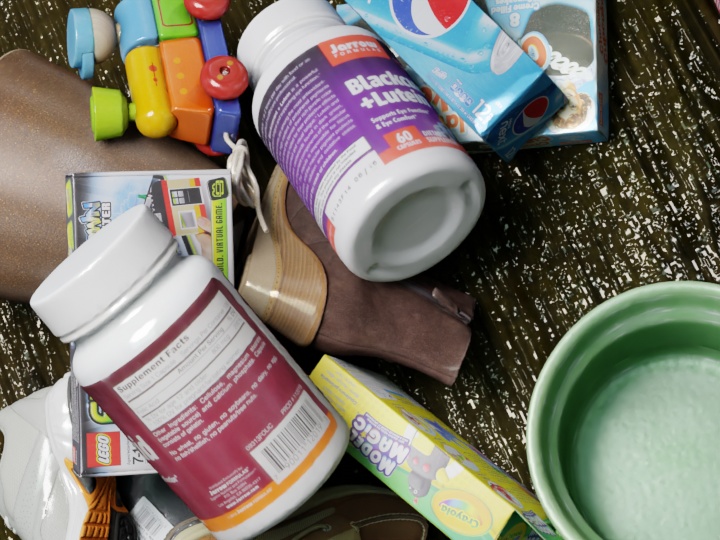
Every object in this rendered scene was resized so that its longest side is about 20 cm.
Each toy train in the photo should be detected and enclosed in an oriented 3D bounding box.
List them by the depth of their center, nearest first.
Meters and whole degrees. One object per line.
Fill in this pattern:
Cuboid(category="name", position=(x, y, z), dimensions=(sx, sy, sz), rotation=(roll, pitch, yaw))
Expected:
Cuboid(category="toy train", position=(-0.138, -0.109, 1.303), dimensions=(0.115, 0.085, 0.201), rotation=(-6, 60, -14))

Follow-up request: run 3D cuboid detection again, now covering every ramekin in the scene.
Cuboid(category="ramekin", position=(0.207, 0.117, 1.191), dimensions=(0.198, 0.098, 0.201), rotation=(-3, 71, 8))

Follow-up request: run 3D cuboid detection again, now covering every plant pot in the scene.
Cuboid(category="plant pot", position=(-0.186, -0.044, 1.376), dimensions=(0.199, 0.187, 0.188), rotation=(19, 87, 9))

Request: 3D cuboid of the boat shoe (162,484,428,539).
Cuboid(category="boat shoe", position=(-0.039, 0.201, 1.251), dimensions=(0.074, 0.199, 0.076), rotation=(43, 133, 47))

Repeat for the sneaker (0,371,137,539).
Cuboid(category="sneaker", position=(-0.210, 0.176, 1.290), dimensions=(0.092, 0.076, 0.201), rotation=(-19, 65, 25))

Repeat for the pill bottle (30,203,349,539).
Cuboid(category="pill bottle", position=(-0.109, 0.064, 1.177), dimensions=(0.114, 0.114, 0.200), rotation=(-37, 103, 11))

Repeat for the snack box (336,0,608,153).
Cuboid(category="snack box", position=(0.079, -0.144, 1.349), dimensions=(0.199, 0.037, 0.117), rotation=(-4, 79, 21))

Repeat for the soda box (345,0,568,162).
Cuboid(category="soda box", position=(0.052, -0.170, 1.307), dimensions=(0.064, 0.068, 0.200), rotation=(-46, 66, 6))

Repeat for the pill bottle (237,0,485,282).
Cuboid(category="pill bottle", position=(-0.007, -0.098, 1.286), dimensions=(0.111, 0.111, 0.200), rotation=(-41, 55, 10))

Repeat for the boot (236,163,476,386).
Cuboid(category="boot", position=(0.000, 0.000, 1.329), dimensions=(0.165, 0.200, 0.073), rotation=(20, 123, -7))

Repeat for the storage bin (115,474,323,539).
Cuboid(category="storage bin", position=(-0.140, 0.193, 1.341), dimensions=(0.135, 0.094, 0.200), rotation=(42, 97, 24))

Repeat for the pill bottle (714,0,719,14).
Cuboid(category="pill bottle", position=(0.310, -0.135, 1.213), dimensions=(0.112, 0.113, 0.201), rotation=(-25, 72, 16))

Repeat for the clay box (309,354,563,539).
Cuboid(category="clay box", position=(0.056, 0.139, 1.260), dimensions=(0.200, 0.115, 0.048), rotation=(39, 96, 24))

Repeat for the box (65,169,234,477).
Cuboid(category="box", position=(-0.139, 0.034, 1.244), dimensions=(0.109, 0.035, 0.202), rotation=(-3, 93, -17))
